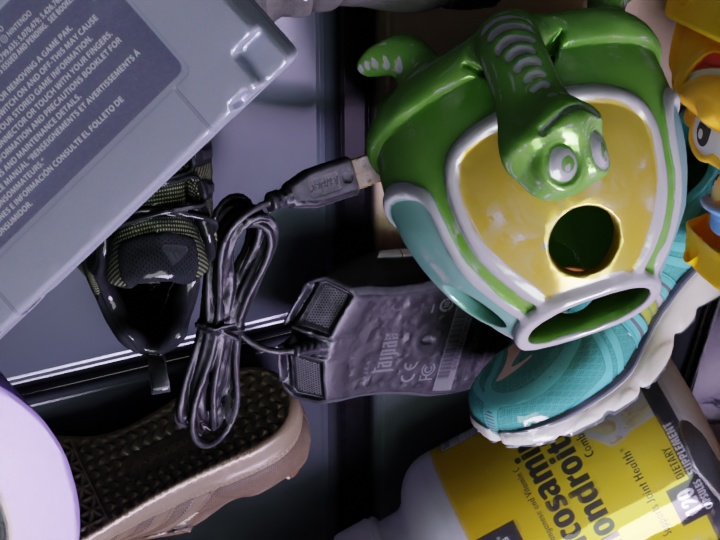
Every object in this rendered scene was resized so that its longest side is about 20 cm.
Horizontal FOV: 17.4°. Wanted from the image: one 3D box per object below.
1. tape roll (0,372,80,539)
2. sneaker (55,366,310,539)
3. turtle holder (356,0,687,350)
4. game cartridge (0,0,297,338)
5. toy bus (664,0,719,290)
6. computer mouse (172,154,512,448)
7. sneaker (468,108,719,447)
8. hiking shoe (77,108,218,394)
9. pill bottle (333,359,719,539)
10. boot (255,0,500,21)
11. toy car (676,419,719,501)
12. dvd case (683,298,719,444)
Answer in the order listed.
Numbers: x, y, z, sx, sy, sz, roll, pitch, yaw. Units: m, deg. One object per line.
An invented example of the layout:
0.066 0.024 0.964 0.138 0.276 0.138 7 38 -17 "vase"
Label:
-0.227 0.112 1.006 0.199 0.085 0.202 -14 120 -26 "tape roll"
-0.117 0.113 1.144 0.198 0.071 0.076 -18 147 -1 "sneaker"
0.084 -0.047 0.997 0.140 0.133 0.185 -11 164 -27 "turtle holder"
-0.135 -0.071 0.925 0.200 0.041 0.133 -41 96 23 "game cartridge"
0.214 -0.030 1.074 0.199 0.136 0.193 15 105 -33 "toy bus"
0.000 0.000 1.101 0.199 0.046 0.141 -11 126 -30 "computer mouse"
0.117 0.001 1.119 0.200 0.077 0.080 -47 129 -18 "sneaker"
-0.085 -0.045 0.982 0.075 0.101 0.201 -13 136 -13 "hiking shoe"
0.091 0.127 1.220 0.199 0.112 0.112 -29 137 3 "pill bottle"
0.005 -0.160 0.917 0.131 0.070 0.201 -9 145 -17 "boot"
0.240 0.121 1.123 0.199 0.164 0.158 19 112 -36 "toy car"
0.248 0.035 1.274 0.147 0.016 0.201 -7 134 -19 "dvd case"
